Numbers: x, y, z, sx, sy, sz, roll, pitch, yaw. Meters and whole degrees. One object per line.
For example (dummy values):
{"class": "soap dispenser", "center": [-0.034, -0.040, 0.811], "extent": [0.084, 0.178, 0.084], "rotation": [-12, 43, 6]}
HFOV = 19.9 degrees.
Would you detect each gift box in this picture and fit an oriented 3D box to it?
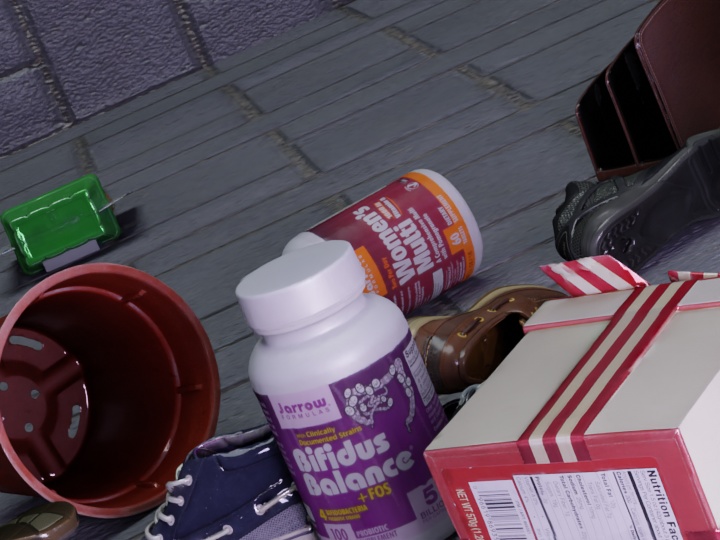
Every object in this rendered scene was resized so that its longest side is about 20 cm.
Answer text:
{"class": "gift box", "center": [0.152, 0.102, 1.118], "extent": [0.200, 0.185, 0.187], "rotation": [-3, 27, 37]}

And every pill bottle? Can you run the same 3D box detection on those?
{"class": "pill bottle", "center": [0.000, 0.000, 1.801], "extent": [0.200, 0.110, 0.110], "rotation": [-30, 17, -23]}
{"class": "pill bottle", "center": [-0.007, 0.086, 1.361], "extent": [0.112, 0.200, 0.112], "rotation": [-22, 16, 6]}

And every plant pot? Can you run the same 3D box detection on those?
{"class": "plant pot", "center": [-0.249, 0.106, 1.691], "extent": [0.201, 0.201, 0.195], "rotation": [-33, 10, -32]}

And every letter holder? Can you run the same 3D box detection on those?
{"class": "letter holder", "center": [0.289, -0.196, 1.975], "extent": [0.100, 0.142, 0.200], "rotation": [-10, 21, 39]}

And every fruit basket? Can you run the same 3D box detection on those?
{"class": "fruit basket", "center": [-0.372, -0.054, 2.594], "extent": [0.185, 0.094, 0.200], "rotation": [-24, 0, -3]}

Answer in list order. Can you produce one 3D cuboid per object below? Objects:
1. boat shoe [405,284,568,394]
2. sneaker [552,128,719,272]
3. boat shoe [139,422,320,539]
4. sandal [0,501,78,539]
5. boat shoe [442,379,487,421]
{"class": "boat shoe", "center": [0.106, 0.055, 1.512], "extent": [0.067, 0.072, 0.200], "rotation": [4, 12, 40]}
{"class": "sneaker", "center": [0.240, -0.064, 1.734], "extent": [0.199, 0.076, 0.114], "rotation": [-35, 25, -20]}
{"class": "boat shoe", "center": [-0.121, 0.173, 1.438], "extent": [0.200, 0.093, 0.075], "rotation": [-22, 16, 5]}
{"class": "sandal", "center": [-0.275, 0.227, 1.569], "extent": [0.200, 0.055, 0.082], "rotation": [-29, 3, 38]}
{"class": "boat shoe", "center": [0.096, 0.103, 1.403], "extent": [0.072, 0.068, 0.200], "rotation": [-28, 16, -16]}
